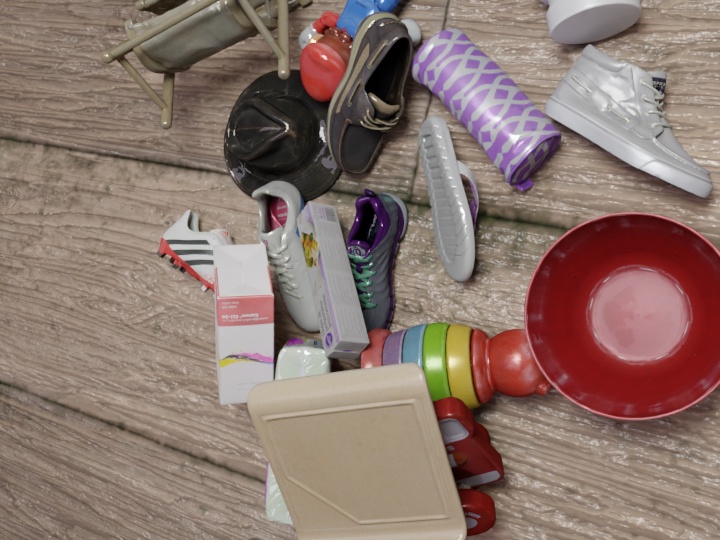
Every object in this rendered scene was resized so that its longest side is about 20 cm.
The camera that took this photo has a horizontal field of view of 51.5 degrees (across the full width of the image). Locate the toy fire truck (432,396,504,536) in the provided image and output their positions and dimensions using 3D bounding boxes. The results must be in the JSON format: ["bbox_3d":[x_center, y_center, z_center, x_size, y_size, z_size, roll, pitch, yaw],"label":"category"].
[{"bbox_3d":[0.050,0.209,0.814,0.200,0.168,0.112,-20,40,23],"label":"toy fire truck"}]

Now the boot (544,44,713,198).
[{"bbox_3d":[0.295,-0.162,0.780,0.200,0.074,0.096,38,110,24],"label":"boot"}]

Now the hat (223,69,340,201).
[{"bbox_3d":[-0.116,-0.183,0.980,0.200,0.081,0.201,-2,85,25],"label":"hat"}]

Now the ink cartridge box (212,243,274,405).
[{"bbox_3d":[-0.144,0.082,0.916,0.067,0.117,0.200,-3,123,-12],"label":"ink cartridge box"}]

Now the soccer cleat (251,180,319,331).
[{"bbox_3d":[-0.095,-0.015,0.950,0.070,0.086,0.201,-15,89,24],"label":"soccer cleat"}]

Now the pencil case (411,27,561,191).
[{"bbox_3d":[0.139,-0.189,0.858,0.200,0.084,0.086,53,147,21],"label":"pencil case"}]

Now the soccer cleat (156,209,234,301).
[{"bbox_3d":[-0.189,-0.009,1.017,0.200,0.069,0.085,34,88,22],"label":"soccer cleat"}]

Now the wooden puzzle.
[{"bbox_3d":[-0.001,0.192,0.749,0.185,0.037,0.200,-10,107,17],"label":"wooden puzzle"}]

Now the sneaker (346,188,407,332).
[{"bbox_3d":[0.000,0.000,0.909,0.074,0.087,0.201,9,91,26],"label":"sneaker"}]

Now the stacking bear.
[{"bbox_3d":[0.111,0.110,0.839,0.199,0.114,0.122,-8,66,17],"label":"stacking bear"}]

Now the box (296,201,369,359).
[{"bbox_3d":[-0.035,0.008,0.870,0.039,0.041,0.200,-51,43,42],"label":"box"}]

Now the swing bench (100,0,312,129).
[{"bbox_3d":[-0.189,-0.314,0.952,0.199,0.130,0.200,-18,42,24],"label":"swing bench"}]

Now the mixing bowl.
[{"bbox_3d":[0.278,0.044,0.760,0.200,0.108,0.201,-1,88,26],"label":"mixing bowl"}]

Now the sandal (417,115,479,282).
[{"bbox_3d":[0.115,-0.089,0.877,0.050,0.082,0.203,-7,80,-18],"label":"sandal"}]

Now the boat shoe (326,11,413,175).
[{"bbox_3d":[0.011,-0.201,0.891,0.073,0.074,0.200,-126,41,-50],"label":"boat shoe"}]

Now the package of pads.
[{"bbox_3d":[-0.073,0.185,0.900,0.068,0.155,0.201,5,89,-3],"label":"package of pads"}]

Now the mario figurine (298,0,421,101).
[{"bbox_3d":[-0.001,-0.300,0.948,0.200,0.106,0.123,-54,29,3],"label":"mario figurine"}]

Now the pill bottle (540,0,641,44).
[{"bbox_3d":[0.233,-0.357,0.799,0.116,0.116,0.201,-11,83,25],"label":"pill bottle"}]
